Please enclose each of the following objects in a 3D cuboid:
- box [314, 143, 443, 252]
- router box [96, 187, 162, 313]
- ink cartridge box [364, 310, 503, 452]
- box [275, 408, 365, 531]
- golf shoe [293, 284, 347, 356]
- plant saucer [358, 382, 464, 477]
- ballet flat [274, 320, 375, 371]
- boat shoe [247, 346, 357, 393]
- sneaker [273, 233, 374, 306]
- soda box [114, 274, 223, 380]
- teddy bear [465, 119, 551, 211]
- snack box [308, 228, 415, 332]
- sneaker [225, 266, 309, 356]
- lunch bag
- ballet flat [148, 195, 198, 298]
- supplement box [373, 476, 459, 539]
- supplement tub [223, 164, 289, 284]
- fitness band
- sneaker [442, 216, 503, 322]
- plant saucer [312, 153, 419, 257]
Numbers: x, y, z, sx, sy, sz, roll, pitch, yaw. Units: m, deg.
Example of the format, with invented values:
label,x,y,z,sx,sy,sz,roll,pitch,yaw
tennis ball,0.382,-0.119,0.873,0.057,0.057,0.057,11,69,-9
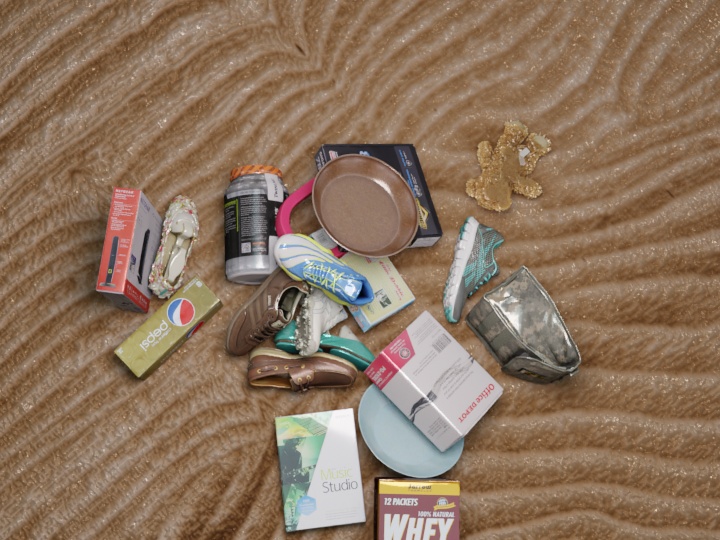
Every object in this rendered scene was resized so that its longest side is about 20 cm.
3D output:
label,x,y,z,sx,sy,sz,roll,pitch,yaw
box,0.032,-0.135,1.745,0.197,0.050,0.201,-3,65,-28
router box,-0.403,-0.031,1.690,0.048,0.200,0.181,7,79,1
ink cartridge box,0.130,0.194,1.690,0.200,0.084,0.145,45,50,7
box,-0.071,0.352,1.707,0.143,0.036,0.202,-7,78,-3
golf shoe,-0.065,0.076,1.704,0.097,0.079,0.201,18,40,-15
plant saucer,0.085,0.280,1.696,0.199,0.039,0.202,12,50,-15
ballet flat,-0.055,0.127,1.739,0.198,0.067,0.071,14,65,-1
boat shoe,-0.105,0.188,1.711,0.198,0.072,0.068,6,47,5
sneaker,-0.050,0.001,1.615,0.199,0.105,0.076,31,80,-36
soda box,-0.344,0.104,1.734,0.200,0.064,0.068,-44,83,-9
teddy bear,0.279,-0.194,1.818,0.144,0.067,0.202,18,72,-7
snack box,0.000,0.000,1.756,0.116,0.037,0.201,-28,80,-33
sneaker,-0.164,0.081,1.681,0.201,0.070,0.076,-55,45,13
lunch bag,0.293,0.117,1.698,0.117,0.164,0.200,-36,81,-13
ballet flat,-0.331,-0.045,1.756,0.075,0.064,0.202,20,72,-32
supplement box,0.090,0.449,1.608,0.131,0.200,0.199,1,79,-1
supplement tub,-0.187,-0.082,1.746,0.121,0.123,0.202,-2,80,-2
fitness band,-0.064,-0.092,1.725,0.144,0.037,0.200,48,53,3
sneaker,0.210,0.004,1.767,0.090,0.078,0.202,17,80,-2
plant saucer,0.005,-0.106,1.667,0.199,0.037,0.202,10,61,-19
